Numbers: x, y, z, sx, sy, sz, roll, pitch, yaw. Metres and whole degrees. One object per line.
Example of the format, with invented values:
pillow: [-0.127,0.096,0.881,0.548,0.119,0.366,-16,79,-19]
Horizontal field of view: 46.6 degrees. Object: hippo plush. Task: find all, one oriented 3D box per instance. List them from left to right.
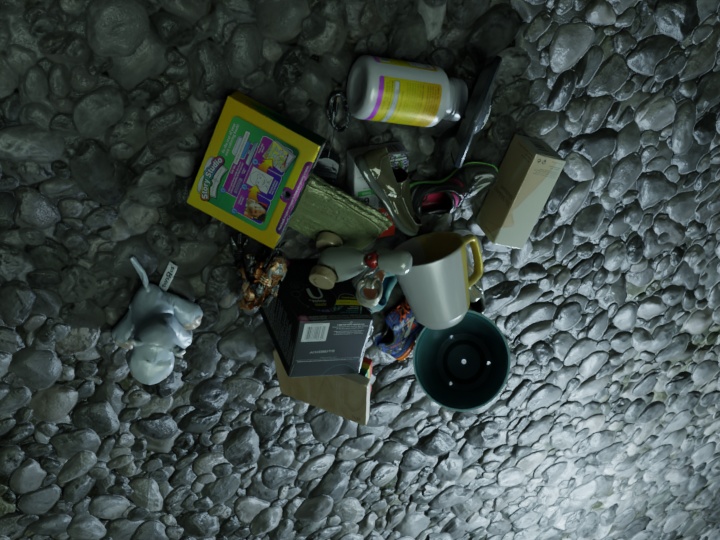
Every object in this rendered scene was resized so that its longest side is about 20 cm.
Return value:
hippo plush: [-0.349,0.112,1.493,0.157,0.162,0.202,9,120,-28]

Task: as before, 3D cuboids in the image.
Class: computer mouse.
computer mouse: [-0.056,-0.219,1.480,0.058,0.034,0.203,11,114,-11]

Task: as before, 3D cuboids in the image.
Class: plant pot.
plant pot: [0.218,0.192,1.766,0.199,0.202,0.188,-35,168,4]

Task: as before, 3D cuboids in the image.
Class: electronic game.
electronic game: [0.204,-0.276,1.460,0.041,0.200,0.203,22,118,4]

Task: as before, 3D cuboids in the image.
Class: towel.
towel: [-0.054,-0.097,1.505,0.198,0.037,0.148,26,144,-23]

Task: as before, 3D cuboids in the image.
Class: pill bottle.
pill bottle: [0.082,-0.302,1.430,0.196,0.105,0.106,2,123,-25]

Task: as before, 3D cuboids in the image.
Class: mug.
mug: [0.161,0.021,1.608,0.183,0.150,0.156,-17,111,-1]

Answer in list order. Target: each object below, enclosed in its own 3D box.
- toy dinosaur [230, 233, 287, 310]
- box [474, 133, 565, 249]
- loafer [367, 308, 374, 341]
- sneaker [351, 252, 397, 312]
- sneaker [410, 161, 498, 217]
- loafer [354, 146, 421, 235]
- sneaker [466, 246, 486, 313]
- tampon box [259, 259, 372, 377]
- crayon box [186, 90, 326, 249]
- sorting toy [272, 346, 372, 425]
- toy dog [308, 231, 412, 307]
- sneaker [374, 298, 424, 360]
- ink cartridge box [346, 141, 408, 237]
toy dinosaur: [-0.187,0.012,1.498,0.199,0.138,0.101,-32,146,33]
box: [0.312,-0.153,1.645,0.076,0.095,0.203,8,119,-27]
loafer: [-0.009,0.144,1.676,0.070,0.064,0.201,-4,149,-14]
sneaker: [0.011,0.060,1.668,0.073,0.082,0.202,15,117,-30]
sneaker: [0.178,-0.145,1.597,0.197,0.084,0.078,-22,130,-8]
loafer: [0.064,-0.141,1.489,0.069,0.076,0.200,-33,131,7]
sneaker: [0.215,0.014,1.720,0.075,0.092,0.201,-33,129,2]
tampon box: [-0.087,0.084,1.565,0.147,0.201,0.128,-1,124,-25]
crayon box: [-0.175,-0.166,1.393,0.170,0.058,0.202,28,113,-1]
sorting toy: [-0.066,0.209,1.672,0.196,0.070,0.201,19,150,11]
toy dog: [0.000,0.000,1.497,0.133,0.198,0.097,-56,147,-14]
sneaker: [0.093,0.102,1.743,0.077,0.076,0.202,12,116,-26]
ink cartridge box: [0.029,-0.133,1.560,0.107,0.051,0.203,-11,126,-18]
